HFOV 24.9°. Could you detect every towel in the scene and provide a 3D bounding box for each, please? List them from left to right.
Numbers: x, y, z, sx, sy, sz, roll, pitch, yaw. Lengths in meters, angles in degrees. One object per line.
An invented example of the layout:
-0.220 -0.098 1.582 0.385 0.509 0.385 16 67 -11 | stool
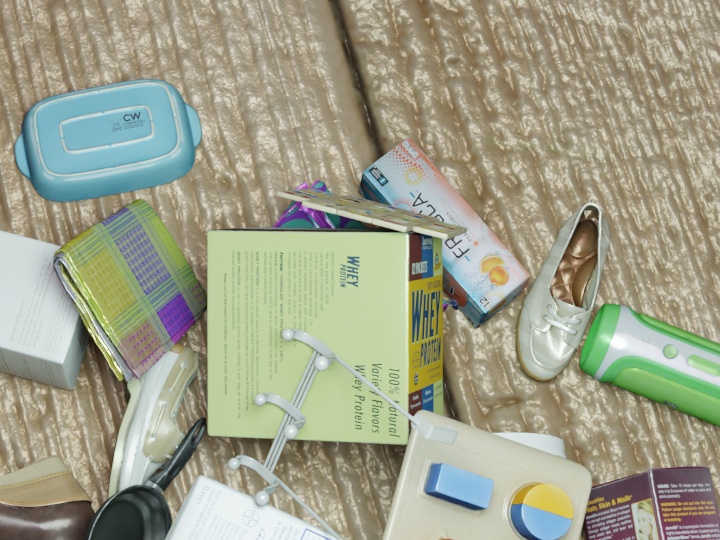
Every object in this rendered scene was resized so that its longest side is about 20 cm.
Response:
-0.223 0.014 1.603 0.023 0.200 0.144 -26 100 25 | towel

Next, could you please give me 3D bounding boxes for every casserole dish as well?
-0.267 -0.143 1.727 0.199 0.039 0.121 -11 75 -9 | casserole dish

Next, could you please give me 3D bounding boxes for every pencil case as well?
0.000 0.000 1.678 0.200 0.092 0.085 43 74 9 | pencil case

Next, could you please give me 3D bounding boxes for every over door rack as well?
-0.027 0.157 1.444 0.200 0.067 0.148 32 103 36 | over door rack

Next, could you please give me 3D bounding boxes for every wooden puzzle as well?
0.115 0.242 1.470 0.185 0.046 0.201 20 69 -14 | wooden puzzle

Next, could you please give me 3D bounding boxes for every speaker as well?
0.330 0.103 1.678 0.199 0.088 0.089 21 72 2 | speaker

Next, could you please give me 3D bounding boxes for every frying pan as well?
-0.214 0.222 1.557 0.031 0.115 0.191 9 82 36 | frying pan

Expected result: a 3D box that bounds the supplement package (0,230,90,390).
-0.370 0.029 1.623 0.199 0.117 0.118 15 72 -1 | supplement package

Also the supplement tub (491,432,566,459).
0.142 0.267 1.581 0.144 0.145 0.201 1 72 -5 | supplement tub

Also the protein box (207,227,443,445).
-0.031 0.058 1.575 0.199 0.135 0.199 1 93 17 | protein box

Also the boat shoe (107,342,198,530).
-0.207 0.165 1.617 0.068 0.075 0.201 11 79 -7 | boat shoe

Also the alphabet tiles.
0.014 -0.056 1.566 0.166 0.200 0.006 15 97 10 | alphabet tiles

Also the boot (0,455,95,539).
-0.341 0.285 1.569 0.200 0.072 0.167 -23 74 -15 | boot

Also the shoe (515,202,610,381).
0.213 0.019 1.711 0.070 0.053 0.200 20 72 1 | shoe

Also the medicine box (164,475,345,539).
-0.084 0.291 1.534 0.200 0.182 0.103 25 73 3 | medicine box

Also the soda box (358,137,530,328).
0.086 -0.039 1.712 0.068 0.064 0.200 -38 79 -14 | soda box

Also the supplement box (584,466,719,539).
0.294 0.300 1.591 0.085 0.110 0.201 3 70 -34 | supplement box
